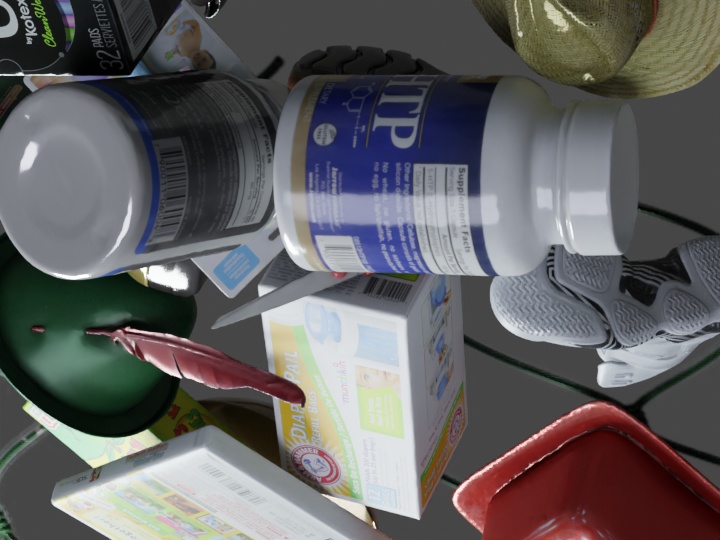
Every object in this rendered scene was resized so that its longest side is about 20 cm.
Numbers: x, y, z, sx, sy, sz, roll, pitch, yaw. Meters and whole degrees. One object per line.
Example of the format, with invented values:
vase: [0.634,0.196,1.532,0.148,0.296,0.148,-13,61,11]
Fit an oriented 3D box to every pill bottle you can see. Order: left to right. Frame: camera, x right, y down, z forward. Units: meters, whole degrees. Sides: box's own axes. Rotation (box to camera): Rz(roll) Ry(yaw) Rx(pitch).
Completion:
pill bottle: [-0.115,-0.062,1.406,0.113,0.200,0.114,5,100,33]
pill bottle: [0.059,-0.056,1.390,0.199,0.120,0.120,1,131,17]

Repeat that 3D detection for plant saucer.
plant saucer: [-0.063,0.164,1.805,0.199,0.035,0.201,22,140,20]

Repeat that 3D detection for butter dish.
butter dish: [0.167,0.220,1.661,0.200,0.148,0.199,40,136,-11]

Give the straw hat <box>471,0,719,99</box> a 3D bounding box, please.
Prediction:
straw hat: [0.126,-0.158,1.371,0.200,0.085,0.202,16,136,16]

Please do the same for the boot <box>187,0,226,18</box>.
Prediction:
boot: [-0.106,-0.252,1.428,0.174,0.069,0.200,-16,116,45]

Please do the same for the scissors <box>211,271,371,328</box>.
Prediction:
scissors: [0.000,0.000,1.534,0.073,0.200,0.014,51,169,0]

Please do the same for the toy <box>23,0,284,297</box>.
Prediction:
toy: [-0.111,-0.092,1.534,0.200,0.115,0.047,46,176,-6]

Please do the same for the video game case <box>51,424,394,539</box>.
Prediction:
video game case: [-0.095,0.186,1.711,0.200,0.023,0.182,35,141,-31]

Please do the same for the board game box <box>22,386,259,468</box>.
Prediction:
board game box: [-0.152,0.134,1.776,0.200,0.048,0.102,41,143,-3]

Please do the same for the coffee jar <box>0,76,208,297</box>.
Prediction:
coffee jar: [-0.179,-0.061,1.619,0.199,0.104,0.086,23,138,7]

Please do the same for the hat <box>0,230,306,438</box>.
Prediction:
hat: [-0.143,0.013,1.628,0.200,0.166,0.176,36,136,-18]

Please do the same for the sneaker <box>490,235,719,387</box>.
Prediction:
sneaker: [0.154,0.031,1.488,0.199,0.075,0.115,-4,157,-29]

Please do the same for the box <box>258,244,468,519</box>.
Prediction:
box: [0.005,0.061,1.633,0.112,0.102,0.201,12,135,19]

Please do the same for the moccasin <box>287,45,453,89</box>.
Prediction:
moccasin: [0.048,-0.087,1.495,0.200,0.074,0.078,18,120,0]

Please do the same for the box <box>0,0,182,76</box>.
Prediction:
box: [-0.218,-0.208,1.393,0.199,0.125,0.149,3,129,23]
